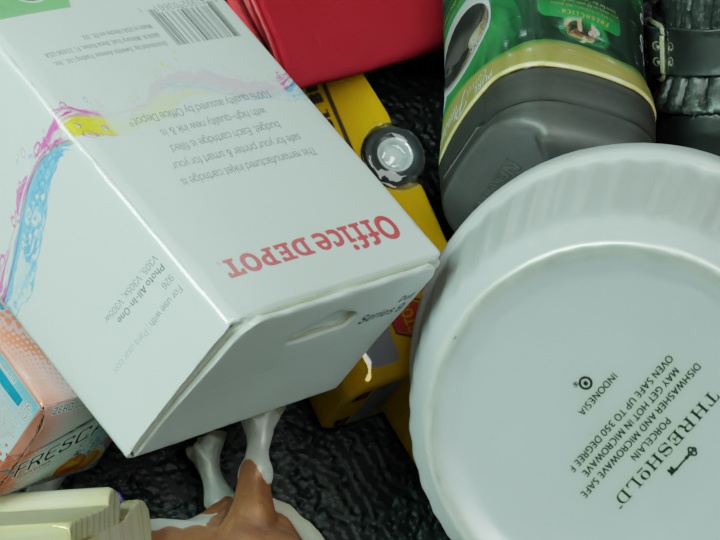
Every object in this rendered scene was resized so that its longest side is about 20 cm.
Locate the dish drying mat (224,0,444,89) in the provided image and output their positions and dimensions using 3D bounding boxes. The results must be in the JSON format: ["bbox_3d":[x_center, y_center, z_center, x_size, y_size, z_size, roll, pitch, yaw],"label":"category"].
[{"bbox_3d":[-0.004,-0.128,1.194,0.200,0.018,0.077,-23,86,-61],"label":"dish drying mat"}]

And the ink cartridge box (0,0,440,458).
[{"bbox_3d":[-0.086,-0.037,1.037,0.200,0.088,0.145,48,32,17],"label":"ink cartridge box"}]

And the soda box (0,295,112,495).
[{"bbox_3d":[-0.169,-0.006,1.056,0.068,0.064,0.200,-15,60,-49],"label":"soda box"}]

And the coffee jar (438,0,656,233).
[{"bbox_3d":[0.083,-0.104,1.189,0.085,0.104,0.200,14,52,-16],"label":"coffee jar"}]

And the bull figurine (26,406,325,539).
[{"bbox_3d":[-0.074,0.124,1.112,0.200,0.065,0.121,-3,69,-20],"label":"bull figurine"}]

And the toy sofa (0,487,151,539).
[{"bbox_3d":[-0.127,0.187,1.030,0.083,0.098,0.200,-5,93,13],"label":"toy sofa"}]

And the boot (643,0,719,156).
[{"bbox_3d":[0.171,-0.077,1.167,0.079,0.211,0.158,7,111,-18],"label":"boot"}]

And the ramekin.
[{"bbox_3d":[0.110,0.054,1.065,0.202,0.094,0.202,3,103,12],"label":"ramekin"}]

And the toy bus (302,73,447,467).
[{"bbox_3d":[0.000,0.000,1.183,0.078,0.065,0.200,-17,75,-23],"label":"toy bus"}]
